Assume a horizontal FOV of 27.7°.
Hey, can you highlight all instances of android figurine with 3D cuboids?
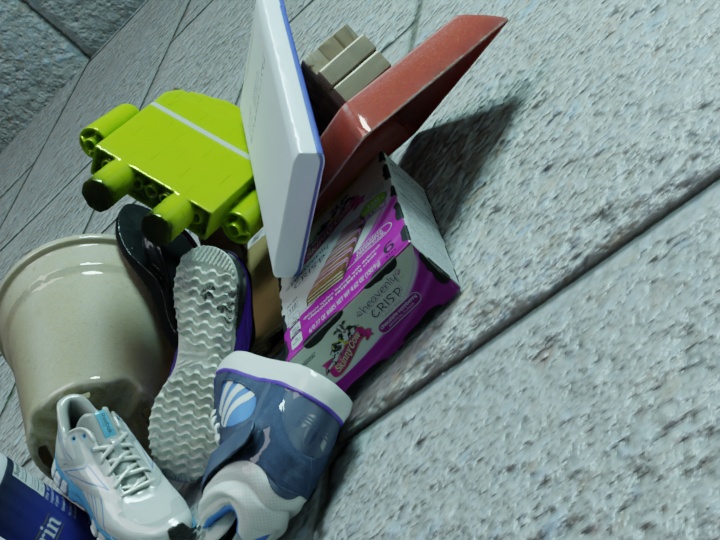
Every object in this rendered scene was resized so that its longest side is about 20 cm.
[{"bbox_3d":[-0.151,-0.094,1.275,0.200,0.180,0.041,-50,-15,-51],"label":"android figurine"}]

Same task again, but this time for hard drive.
[{"bbox_3d":[-0.067,-0.114,1.200,0.133,0.025,0.202,105,159,-44],"label":"hard drive"}]

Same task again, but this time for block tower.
[{"bbox_3d":[-0.029,-0.143,1.261,0.058,0.054,0.200,-41,-3,-20],"label":"block tower"}]

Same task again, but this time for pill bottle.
[{"bbox_3d":[-0.308,0.226,1.242,0.116,0.199,0.116,-42,22,22],"label":"pill bottle"}]

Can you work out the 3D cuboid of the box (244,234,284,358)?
[{"bbox_3d":[-0.092,0.024,1.382,0.163,0.021,0.201,-38,24,31],"label":"box"}]

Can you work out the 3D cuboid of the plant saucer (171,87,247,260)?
[{"bbox_3d":[-0.143,-0.083,1.423,0.036,0.203,0.201,-14,25,1],"label":"plant saucer"}]

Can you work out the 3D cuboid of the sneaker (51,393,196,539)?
[{"bbox_3d":[-0.207,0.164,1.216,0.074,0.088,0.199,-22,32,-33],"label":"sneaker"}]

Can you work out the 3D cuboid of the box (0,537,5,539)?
[{"bbox_3d":[-0.217,0.239,1.032,0.037,0.199,0.144,-57,22,-10],"label":"box"}]

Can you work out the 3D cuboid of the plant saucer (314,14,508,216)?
[{"bbox_3d":[0.016,-0.126,1.236,0.200,0.037,0.200,-43,-3,-34],"label":"plant saucer"}]

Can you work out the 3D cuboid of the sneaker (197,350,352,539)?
[{"bbox_3d":[-0.092,0.144,1.098,0.147,0.080,0.199,-58,21,-17],"label":"sneaker"}]

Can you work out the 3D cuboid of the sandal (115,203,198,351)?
[{"bbox_3d":[-0.171,-0.001,1.373,0.048,0.075,0.201,-59,46,31],"label":"sandal"}]

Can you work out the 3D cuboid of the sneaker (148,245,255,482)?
[{"bbox_3d":[-0.125,0.081,1.259,0.099,0.069,0.203,-2,-77,-77],"label":"sneaker"}]

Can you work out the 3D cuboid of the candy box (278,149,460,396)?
[{"bbox_3d":[0.000,0.000,1.171,0.136,0.061,0.200,-44,21,13],"label":"candy box"}]

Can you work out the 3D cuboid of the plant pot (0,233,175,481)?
[{"bbox_3d":[-0.250,0.099,1.385,0.200,0.200,0.184,-44,32,17],"label":"plant pot"}]
